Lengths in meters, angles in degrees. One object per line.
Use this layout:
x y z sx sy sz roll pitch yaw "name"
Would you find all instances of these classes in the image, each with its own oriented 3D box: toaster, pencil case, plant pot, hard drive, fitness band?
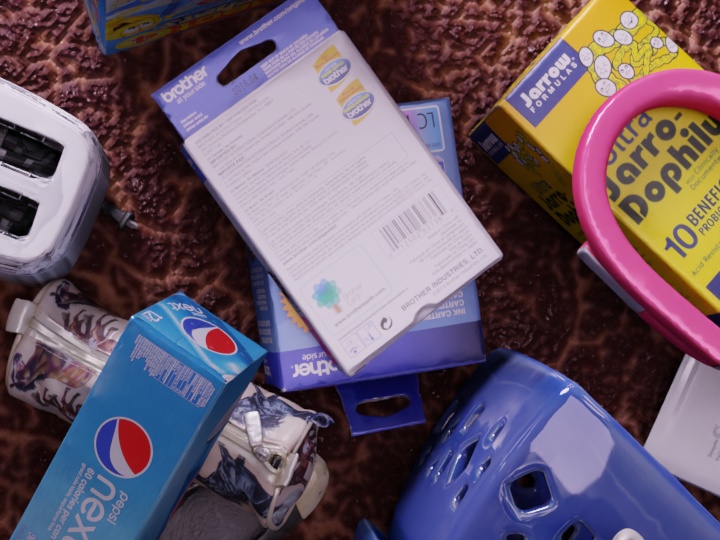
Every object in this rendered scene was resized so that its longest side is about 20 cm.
-0.227 -0.057 0.832 0.199 0.129 0.114 24 85 -9 "toaster"
-0.119 0.079 0.849 0.199 0.090 0.078 27 66 6 "pencil case"
0.109 0.182 0.857 0.200 0.200 0.180 44 88 -7 "plant pot"
0.301 0.105 0.921 0.199 0.026 0.132 23 84 25 "hard drive"
0.213 -0.028 0.833 0.200 0.037 0.144 42 82 -2 "fitness band"

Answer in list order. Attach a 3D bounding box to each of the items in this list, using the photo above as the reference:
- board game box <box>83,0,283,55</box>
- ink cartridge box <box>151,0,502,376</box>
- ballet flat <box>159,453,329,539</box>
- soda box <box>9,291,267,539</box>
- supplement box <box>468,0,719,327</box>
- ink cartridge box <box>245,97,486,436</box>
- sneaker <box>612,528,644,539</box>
-0.066 -0.196 0.831 0.199 0.196 0.056 -19 92 -10 "board game box"
-0.021 -0.053 0.839 0.119 0.042 0.200 -37 97 -8 "ink cartridge box"
-0.110 0.166 0.883 0.199 0.057 0.067 -22 93 -10 "ballet flat"
-0.132 0.114 0.779 0.064 0.068 0.200 34 108 7 "soda box"
0.184 -0.066 0.907 0.200 0.110 0.109 42 82 0 "supplement box"
0.000 0.000 0.900 0.136 0.076 0.201 -9 92 -10 "ink cartridge box"
0.074 0.198 0.738 0.199 0.075 0.087 -27 84 0 "sneaker"
